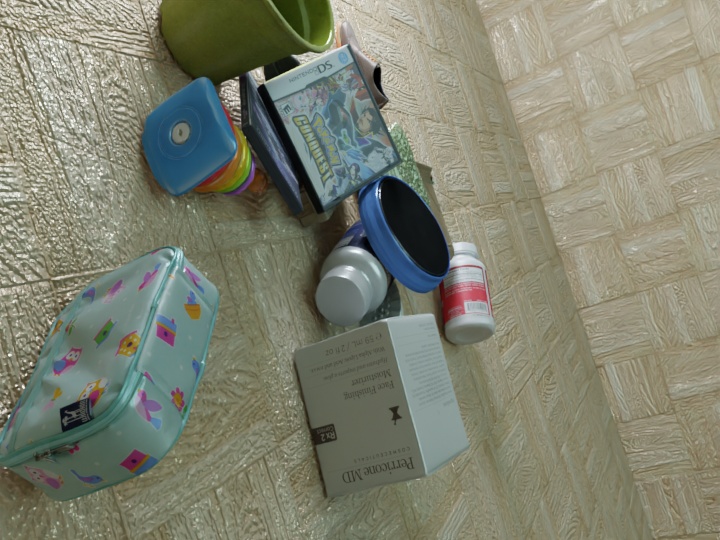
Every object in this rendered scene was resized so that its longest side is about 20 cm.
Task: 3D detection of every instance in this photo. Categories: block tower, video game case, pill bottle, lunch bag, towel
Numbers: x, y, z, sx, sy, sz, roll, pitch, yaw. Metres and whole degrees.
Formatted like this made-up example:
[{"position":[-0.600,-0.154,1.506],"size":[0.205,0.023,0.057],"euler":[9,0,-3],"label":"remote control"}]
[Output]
[{"position":[-0.055,-0.141,1.078],"size":[0.055,0.057,0.201],"euler":[60,27,-18],"label":"block tower"},{"position":[-0.129,-0.188,0.920],"size":[0.203,0.019,0.145],"euler":[-104,167,-51],"label":"video game case"},{"position":[0.229,0.048,1.428],"size":[0.112,0.110,0.206],"euler":[34,45,-49],"label":"pill bottle"},{"position":[0.000,0.000,1.028],"size":[0.113,0.109,0.201],"euler":[61,29,-16],"label":"pill bottle"},{"position":[-0.209,0.082,0.542],"size":[0.078,0.156,0.203],"euler":[55,25,-35],"label":"lunch bag"},{"position":[-0.041,-0.219,0.991],"size":[0.179,0.025,0.204],"euler":[-34,104,-32],"label":"video game case"},{"position":[0.060,-0.144,1.151],"size":[0.147,0.036,0.205],"euler":[-37,113,-37],"label":"towel"}]

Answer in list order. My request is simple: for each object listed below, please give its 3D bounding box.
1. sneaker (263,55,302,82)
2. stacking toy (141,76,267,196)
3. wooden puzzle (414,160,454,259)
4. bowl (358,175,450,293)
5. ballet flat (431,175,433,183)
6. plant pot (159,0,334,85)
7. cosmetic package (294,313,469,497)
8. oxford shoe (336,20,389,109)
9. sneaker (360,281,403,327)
[{"position":[-0.083,-0.266,1.059],"size":[0.203,0.074,0.116],"euler":[56,15,-15],"label":"sneaker"},{"position":[-0.173,-0.139,0.825],"size":[0.119,0.108,0.199],"euler":[64,13,17],"label":"stacking toy"},{"position":[0.134,-0.114,1.315],"size":[0.184,0.036,0.207],"euler":[-8,84,-68],"label":"wooden puzzle"},{"position":[0.076,-0.063,1.049],"size":[0.199,0.039,0.205],"euler":[37,36,-32],"label":"bowl"},{"position":[0.103,-0.207,1.416],"size":[0.073,0.068,0.199],"euler":[52,26,8],"label":"ballet flat"},{"position":[-0.162,-0.348,0.867],"size":[0.200,0.180,0.206],"euler":[41,38,-44],"label":"plant pot"},{"position":[0.032,0.184,0.916],"size":[0.164,0.161,0.206],"euler":[3,69,-60],"label":"cosmetic package"},{"position":[0.007,-0.429,1.352],"size":[0.071,0.071,0.206],"euler":[-22,93,-62],"label":"oxford shoe"},{"position":[0.047,0.114,1.106],"size":[0.080,0.074,0.207],"euler":[42,42,-61],"label":"sneaker"}]
